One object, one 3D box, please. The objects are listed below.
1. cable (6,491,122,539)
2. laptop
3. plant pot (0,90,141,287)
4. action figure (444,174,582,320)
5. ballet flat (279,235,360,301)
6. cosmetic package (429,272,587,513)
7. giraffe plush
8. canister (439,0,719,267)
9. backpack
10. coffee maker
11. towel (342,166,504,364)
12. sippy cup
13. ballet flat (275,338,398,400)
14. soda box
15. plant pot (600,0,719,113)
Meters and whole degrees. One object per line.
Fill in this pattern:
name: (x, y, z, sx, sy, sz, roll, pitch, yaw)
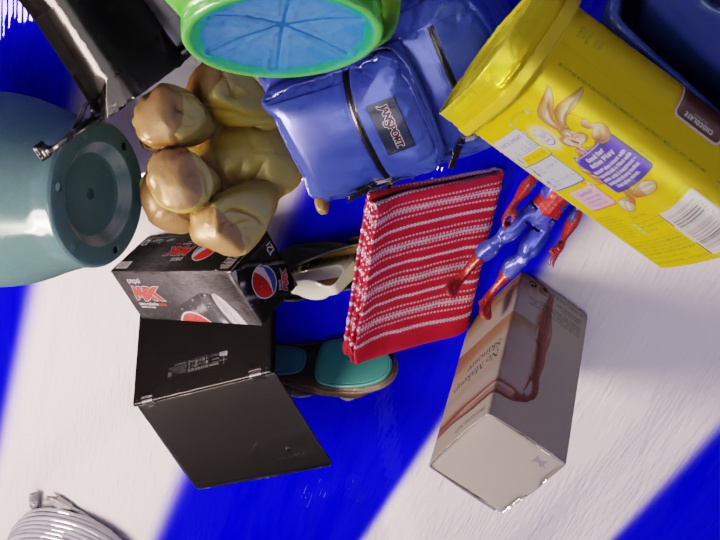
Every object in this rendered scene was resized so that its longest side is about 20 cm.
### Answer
cable: (-0.416, 0.425, 1.460, 0.199, 0.069, 0.200, 28, 129, -4)
laptop: (-0.140, 0.117, 1.109, 0.186, 0.201, 0.116, -16, 152, 27)
plant pot: (-0.318, -0.074, 0.952, 0.187, 0.200, 0.201, 5, 128, 25)
action figure: (0.157, -0.042, 0.920, 0.065, 0.052, 0.200, 34, 113, -6)
ballet flat: (0.000, 0.000, 1.004, 0.199, 0.069, 0.068, -13, 124, 26)
cosmetic package: (0.142, 0.110, 0.955, 0.087, 0.200, 0.103, 33, 129, -9)
giraffe plush: (-0.141, -0.094, 0.935, 0.162, 0.199, 0.173, -14, 93, 45)
canister: (0.166, -0.091, 0.686, 0.200, 0.087, 0.149, 35, 171, -5)
backpack: (0.033, -0.147, 0.823, 0.199, 0.168, 0.163, -16, 125, 20)
coffee maker: (-0.236, -0.233, 0.829, 0.134, 0.192, 0.200, -13, 120, 45)
towel: (0.059, -0.001, 0.961, 0.144, 0.023, 0.201, -13, 134, -24)
sippy cup: (-0.055, -0.216, 0.684, 0.139, 0.131, 0.178, -6, 168, 15)
ballet flat: (-0.045, 0.116, 1.116, 0.199, 0.068, 0.072, -3, 145, 21)
soda box: (-0.161, 0.008, 1.027, 0.199, 0.063, 0.071, 0, 128, 44)
plant pot: (0.284, -0.195, 0.688, 0.200, 0.200, 0.180, 37, 135, -12)
